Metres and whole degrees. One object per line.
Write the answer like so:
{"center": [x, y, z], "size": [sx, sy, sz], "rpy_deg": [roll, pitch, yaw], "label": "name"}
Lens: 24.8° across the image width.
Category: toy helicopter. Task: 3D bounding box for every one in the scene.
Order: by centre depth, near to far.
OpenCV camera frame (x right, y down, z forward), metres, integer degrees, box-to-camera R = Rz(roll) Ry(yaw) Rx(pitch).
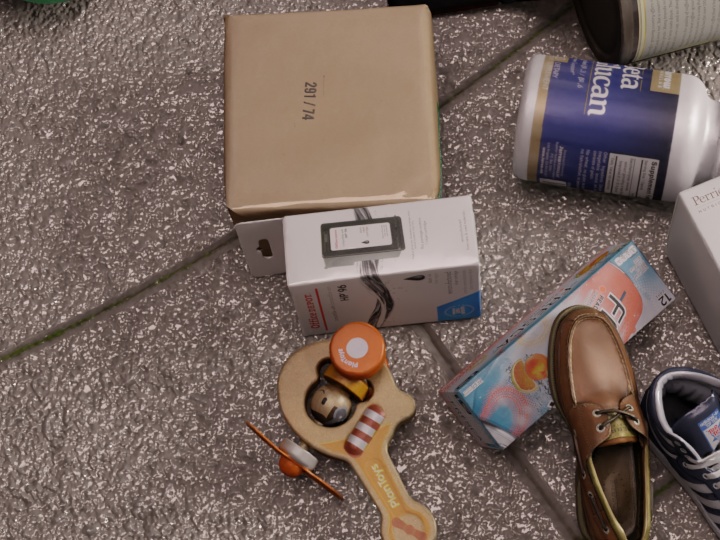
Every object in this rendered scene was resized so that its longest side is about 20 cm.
{"center": [-0.006, 0.151, 1.344], "size": [0.132, 0.079, 0.201], "rpy_deg": [-28, 72, -6], "label": "toy helicopter"}

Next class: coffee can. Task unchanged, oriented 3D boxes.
{"center": [0.299, -0.273, 1.450], "size": [0.199, 0.147, 0.147], "rpy_deg": [-15, 67, -6], "label": "coffee can"}

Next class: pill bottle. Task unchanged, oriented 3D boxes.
{"center": [0.238, -0.121, 1.417], "size": [0.199, 0.111, 0.112], "rpy_deg": [9, 68, 8], "label": "pill bottle"}

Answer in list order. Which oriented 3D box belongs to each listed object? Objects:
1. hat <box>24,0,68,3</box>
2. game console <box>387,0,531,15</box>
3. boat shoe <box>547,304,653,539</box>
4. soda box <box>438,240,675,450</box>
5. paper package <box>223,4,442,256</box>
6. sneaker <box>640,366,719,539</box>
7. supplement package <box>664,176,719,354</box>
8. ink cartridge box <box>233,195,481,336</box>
{"center": [-0.372, -0.304, 1.598], "size": [0.199, 0.176, 0.166], "rpy_deg": [17, 61, -29], "label": "hat"}
{"center": [0.099, -0.335, 1.470], "size": [0.118, 0.172, 0.201], "rpy_deg": [-15, 103, -23], "label": "game console"}
{"center": [0.200, 0.126, 1.300], "size": [0.072, 0.068, 0.201], "rpy_deg": [-13, 92, -12], "label": "boat shoe"}
{"center": [0.164, 0.062, 1.361], "size": [0.200, 0.068, 0.064], "rpy_deg": [-40, 95, -11], "label": "soda box"}
{"center": [-0.024, -0.124, 1.446], "size": [0.190, 0.104, 0.201], "rpy_deg": [-3, 66, 4], "label": "paper package"}
{"center": [0.297, 0.159, 1.295], "size": [0.070, 0.109, 0.200], "rpy_deg": [-39, 70, -11], "label": "sneaker"}
{"center": [0.349, 0.021, 1.345], "size": [0.116, 0.117, 0.201], "rpy_deg": [-23, 67, -4], "label": "supplement package"}
{"center": [0.000, 0.000, 1.384], "size": [0.199, 0.116, 0.068], "rpy_deg": [-6, 65, 3], "label": "ink cartridge box"}
